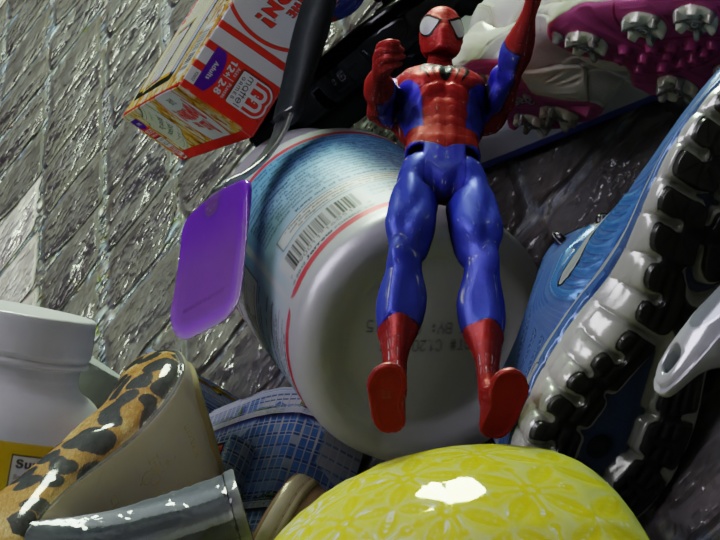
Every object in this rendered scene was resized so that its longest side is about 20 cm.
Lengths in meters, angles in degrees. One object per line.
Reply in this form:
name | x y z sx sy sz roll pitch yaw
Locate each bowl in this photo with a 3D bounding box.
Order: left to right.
bowl | -0.001 0.146 0.639 0.200 0.107 0.202 -32 51 50

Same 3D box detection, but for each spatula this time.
spatula | -0.042 -0.057 0.872 0.056 0.021 0.201 -29 32 48

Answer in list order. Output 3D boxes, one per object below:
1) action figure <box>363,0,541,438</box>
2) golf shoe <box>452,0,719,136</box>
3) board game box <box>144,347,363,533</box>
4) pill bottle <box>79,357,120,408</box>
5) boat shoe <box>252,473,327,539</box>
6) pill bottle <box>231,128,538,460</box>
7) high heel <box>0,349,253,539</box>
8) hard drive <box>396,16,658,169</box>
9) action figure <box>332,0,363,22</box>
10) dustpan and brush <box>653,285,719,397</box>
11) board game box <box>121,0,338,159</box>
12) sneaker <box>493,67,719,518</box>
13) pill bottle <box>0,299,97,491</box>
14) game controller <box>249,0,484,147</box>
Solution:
action figure | 0.034 -0.047 0.737 0.201 0.065 0.099 -90 5 -46
golf shoe | 0.106 -0.112 0.801 0.199 0.075 0.092 -5 61 57
board game box | -0.084 0.120 0.954 0.200 0.061 0.201 -27 39 50
pill bottle | -0.219 0.127 1.144 0.201 0.112 0.113 -58 24 -4
boat shoe | -0.030 0.177 0.782 0.071 0.064 0.201 91 -168 -63
pill bottle | 0.000 0.000 0.879 0.109 0.108 0.200 -55 23 5
high heel | -0.127 0.090 0.833 0.142 0.072 0.200 -18 17 -7
hard drive | 0.097 -0.117 0.938 0.200 0.025 0.133 -19 44 54
action figure | 0.033 -0.171 1.081 0.200 0.065 0.052 -34 28 45
dustpan and brush | 0.171 -0.030 0.644 0.201 0.057 0.140 -54 24 8
board game box | -0.054 -0.137 1.045 0.152 0.046 0.200 -58 12 -7
sneaker | 0.104 -0.007 0.727 0.201 0.078 0.089 -55 26 6
pill bottle | -0.194 0.118 1.034 0.112 0.112 0.202 11 91 65
game controller | 0.011 -0.107 0.961 0.104 0.042 0.200 -43 6 -23
